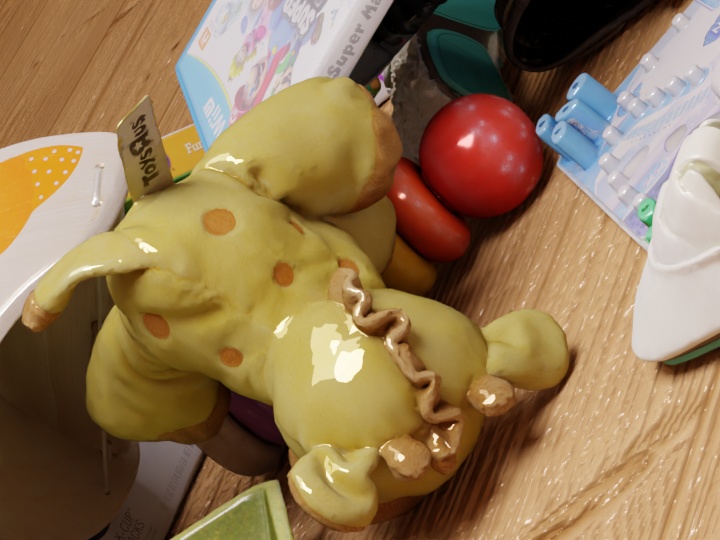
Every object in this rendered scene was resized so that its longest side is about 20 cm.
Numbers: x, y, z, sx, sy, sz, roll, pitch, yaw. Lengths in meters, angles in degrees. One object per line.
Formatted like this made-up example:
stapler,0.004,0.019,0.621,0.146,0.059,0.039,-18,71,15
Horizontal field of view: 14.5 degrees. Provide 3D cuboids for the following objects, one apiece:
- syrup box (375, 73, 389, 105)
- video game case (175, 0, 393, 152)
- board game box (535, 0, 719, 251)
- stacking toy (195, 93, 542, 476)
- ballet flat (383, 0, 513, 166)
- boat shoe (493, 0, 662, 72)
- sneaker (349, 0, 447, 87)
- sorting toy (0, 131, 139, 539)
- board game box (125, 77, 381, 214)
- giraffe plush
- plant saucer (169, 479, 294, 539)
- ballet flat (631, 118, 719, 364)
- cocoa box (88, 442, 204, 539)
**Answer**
syrup box,0.035,-0.173,1.473,0.200,0.079,0.081,-40,21,30
video game case,-0.016,-0.135,1.200,0.200,0.018,0.143,-59,27,21
board game box,0.160,-0.100,1.108,0.200,0.026,0.200,-49,17,5
stacking toy,0.000,0.000,1.239,0.200,0.085,0.085,-40,19,11
ballet flat,0.034,-0.096,1.346,0.072,0.072,0.200,-44,18,21
boat shoe,0.126,-0.151,1.236,0.200,0.074,0.073,-48,27,49
sneaker,0.027,-0.140,1.234,0.200,0.084,0.121,-53,16,6
sorting toy,-0.158,0.069,1.157,0.200,0.107,0.180,94,-174,-48
board game box,-0.089,-0.050,1.381,0.200,0.030,0.096,-27,-3,-10
giraffe plush,-0.012,0.027,1.089,0.173,0.162,0.200,-49,-22,-3
plant saucer,-0.092,0.185,1.063,0.200,0.048,0.200,-34,19,4
ballet flat,0.146,-0.036,0.946,0.200,0.069,0.069,-35,24,42
cocoa box,-0.191,0.111,1.373,0.200,0.131,0.133,-34,24,44
